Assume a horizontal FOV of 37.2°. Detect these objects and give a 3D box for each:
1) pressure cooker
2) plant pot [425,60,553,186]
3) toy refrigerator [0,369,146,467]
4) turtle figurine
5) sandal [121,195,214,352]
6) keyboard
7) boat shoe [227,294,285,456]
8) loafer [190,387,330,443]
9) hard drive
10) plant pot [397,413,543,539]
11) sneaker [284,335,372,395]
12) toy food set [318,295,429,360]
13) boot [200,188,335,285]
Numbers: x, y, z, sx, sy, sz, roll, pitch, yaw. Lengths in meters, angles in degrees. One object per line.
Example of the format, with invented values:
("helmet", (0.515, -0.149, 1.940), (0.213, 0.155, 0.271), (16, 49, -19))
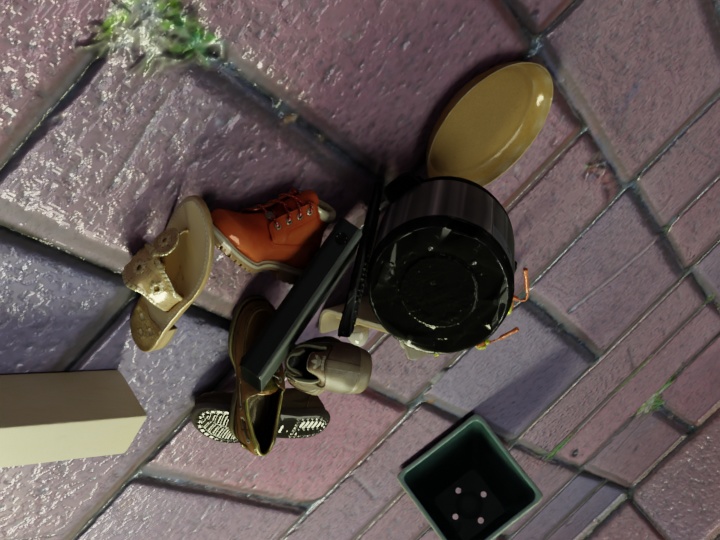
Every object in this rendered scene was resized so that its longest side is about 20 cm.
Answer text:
("pressure cooker", (0.101, -0.015, 1.276), (0.200, 0.177, 0.178), (-73, 170, -63))
("plant pot", (0.156, -0.181, 1.334), (0.199, 0.028, 0.201), (-28, 146, -20))
("toy refrigerator", (-0.341, 0.162, 1.165), (0.199, 0.076, 0.070), (2, 129, -50))
("turtle figurine", (0.176, 0.063, 1.628), (0.160, 0.065, 0.201), (-18, 152, -21))
("sandal", (-0.218, 0.016, 1.117), (0.069, 0.078, 0.213), (-15, 146, -42))
("keyboard", (0.000, 0.000, 1.263), (0.020, 0.201, 0.128), (15, 135, -1))
("boat shoe", (-0.120, 0.132, 1.321), (0.071, 0.068, 0.202), (-10, 115, -27))
("loafer", (-0.138, 0.184, 1.433), (0.198, 0.071, 0.073), (9, 134, -33))
("hard drive", (-0.070, 0.043, 1.230), (0.201, 0.033, 0.140), (-55, 177, -13))
("plant pot", (0.203, 0.425, 2.010), (0.196, 0.196, 0.200), (-35, 159, -9))
("sneaker", (-0.058, 0.102, 1.222), (0.075, 0.200, 0.071), (16, 78, -23))
("toy food set", (0.056, 0.072, 1.402), (0.143, 0.199, 0.061), (-16, 108, -34))
("boot", (-0.099, -0.053, 1.175), (0.108, 0.075, 0.200), (-51, 156, 12))
